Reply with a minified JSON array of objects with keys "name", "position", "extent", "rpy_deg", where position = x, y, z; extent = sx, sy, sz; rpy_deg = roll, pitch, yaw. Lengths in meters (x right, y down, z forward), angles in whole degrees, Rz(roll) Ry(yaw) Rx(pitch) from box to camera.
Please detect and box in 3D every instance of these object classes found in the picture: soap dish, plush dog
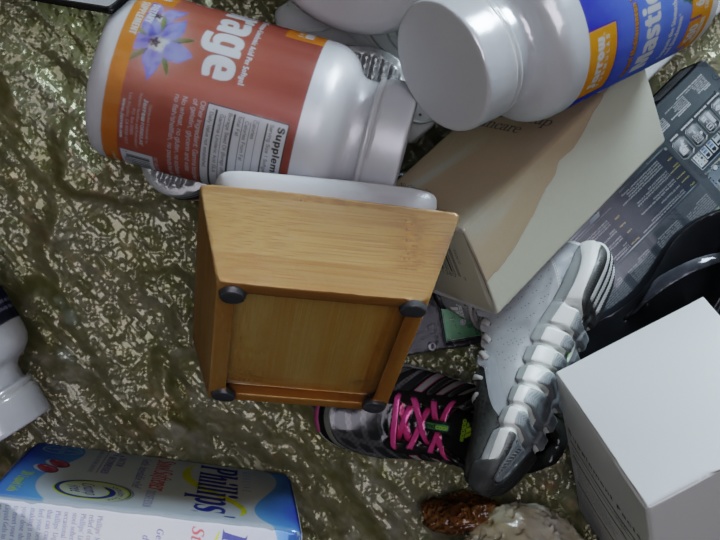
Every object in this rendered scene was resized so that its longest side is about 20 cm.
[{"name":"soap dish","position":[-0.032,0.022,0.776],"extent":[0.157,0.200,0.081],"rpy_deg":[6,59,-6]},{"name":"plush dog","position":[0.107,0.252,0.870],"extent":[0.200,0.160,0.172],"rpy_deg":[31,65,-6]}]

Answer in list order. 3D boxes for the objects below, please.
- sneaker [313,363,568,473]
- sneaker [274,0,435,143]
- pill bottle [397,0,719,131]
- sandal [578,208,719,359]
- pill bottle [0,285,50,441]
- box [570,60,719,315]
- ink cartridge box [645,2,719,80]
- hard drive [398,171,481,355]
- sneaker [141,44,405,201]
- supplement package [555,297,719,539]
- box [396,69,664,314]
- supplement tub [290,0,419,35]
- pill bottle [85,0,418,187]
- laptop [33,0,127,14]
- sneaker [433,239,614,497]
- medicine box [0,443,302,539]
[{"name":"sneaker","position":[0.066,0.114,0.879],"extent":[0.199,0.087,0.074],"rpy_deg":[8,91,-6]},{"name":"sneaker","position":[0.029,-0.148,0.877],"extent":[0.199,0.078,0.100],"rpy_deg":[13,95,-4]},{"name":"pill bottle","position":[0.124,-0.161,0.744],"extent":[0.200,0.112,0.112],"rpy_deg":[-29,95,-29]},{"name":"sandal","position":[0.228,0.031,0.865],"extent":[0.200,0.043,0.076],"rpy_deg":[-41,96,-4]},{"name":"pill bottle","position":[-0.305,0.033,0.825],"extent":[0.111,0.111,0.200],"rpy_deg":[-32,95,-5]},{"name":"box","position":[0.241,-0.037,0.913],"extent":[0.200,0.051,0.158],"rpy_deg":[-45,95,-4]},{"name":"ink cartridge box","position":[0.217,-0.245,0.889],"extent":[0.200,0.084,0.146],"rpy_deg":[-44,95,-3]},{"name":"hard drive","position":[0.000,0.000,0.894],"extent":[0.199,0.038,0.140],"rpy_deg":[-10,92,-5]},{"name":"sneaker","position":[-0.060,-0.107,0.859],"extent":[0.199,0.079,0.079],"rpy_deg":[-18,88,3]},{"name":"supplement package","position":[0.226,0.140,0.829],"extent":[0.121,0.200,0.120],"rpy_deg":[-26,50,-5]},{"name":"box","position":[0.115,-0.070,0.829],"extent":[0.200,0.095,0.078],"rpy_deg":[-44,129,-24]},{"name":"supplement tub","position":[0.030,-0.268,0.802],"extent":[0.145,0.145,0.200],"rpy_deg":[39,51,-6]},{"name":"pill bottle","position":[-0.067,-0.105,0.766],"extent":[0.199,0.112,0.113],"rpy_deg":[15,90,1]},{"name":"laptop","position":[-0.171,-0.283,0.777],"extent":[0.200,0.187,0.116],"rpy_deg":[-48,129,-19]},{"name":"sneaker","position":[0.093,0.056,0.838],"extent":[0.115,0.075,0.200],"rpy_deg":[20,68,27]},{"name":"medicine box","position":[-0.148,0.195,0.810],"extent":[0.199,0.182,0.103],"rpy_deg":[8,91,-6]}]
